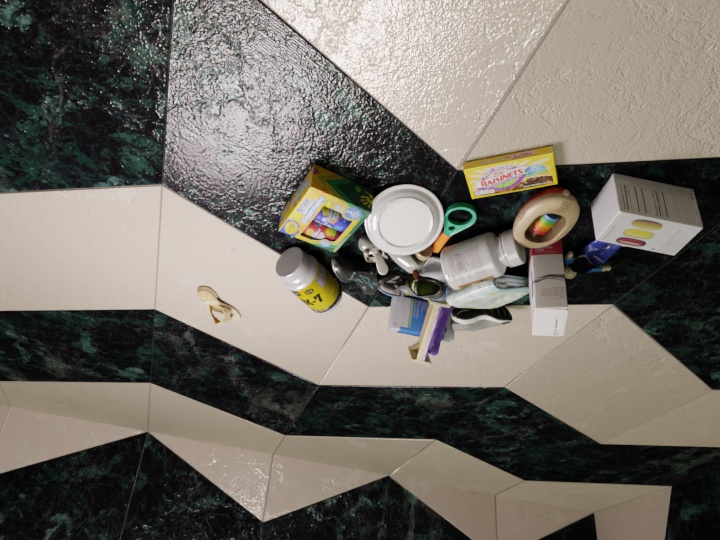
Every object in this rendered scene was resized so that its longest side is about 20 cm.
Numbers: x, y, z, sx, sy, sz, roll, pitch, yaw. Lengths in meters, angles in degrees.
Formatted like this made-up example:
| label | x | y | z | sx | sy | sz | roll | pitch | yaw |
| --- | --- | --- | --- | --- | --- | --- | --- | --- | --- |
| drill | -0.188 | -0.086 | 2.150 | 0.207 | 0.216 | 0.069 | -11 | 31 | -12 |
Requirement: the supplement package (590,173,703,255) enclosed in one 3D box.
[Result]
| label | x | y | z | sx | sy | sz | roll | pitch | yaw |
| --- | --- | --- | --- | --- | --- | --- | --- | --- | --- |
| supplement package | 0.640 | -0.125 | 1.425 | 0.195 | 0.112 | 0.115 | 9 | 146 | -6 |

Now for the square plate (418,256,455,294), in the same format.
| label | x | y | z | sx | sy | sz | roll | pitch | yaw |
| --- | --- | --- | --- | --- | --- | --- | --- | --- | --- |
| square plate | 0.246 | 0.031 | 1.792 | 0.195 | 0.029 | 0.199 | 15 | 146 | -13 |

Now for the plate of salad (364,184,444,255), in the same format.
| label | x | y | z | sx | sy | sz | roll | pitch | yaw |
| --- | --- | --- | --- | --- | --- | --- | --- | --- | --- |
| plate of salad | 0.107 | -0.126 | 1.552 | 0.195 | 0.049 | 0.204 | -1 | 126 | -2 |

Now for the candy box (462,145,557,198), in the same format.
| label | x | y | z | sx | sy | sz | roll | pitch | yaw |
| --- | --- | --- | --- | --- | --- | --- | --- | --- | --- |
| candy box | 0.335 | -0.216 | 1.411 | 0.195 | 0.027 | 0.103 | -8 | 141 | 20 |

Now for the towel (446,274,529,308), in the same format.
| label | x | y | z | sx | sy | sz | roll | pitch | yaw |
| --- | --- | --- | --- | --- | --- | --- | --- | --- | --- |
| towel | 0.359 | 0.063 | 1.734 | 0.197 | 0.049 | 0.170 | 6 | 155 | -41 |

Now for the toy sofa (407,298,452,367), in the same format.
| label | x | y | z | sx | sy | sz | roll | pitch | yaw |
| --- | --- | --- | --- | --- | --- | --- | --- | --- | --- |
| toy sofa | 0.209 | 0.167 | 1.806 | 0.095 | 0.083 | 0.204 | 12 | 109 | -9 |

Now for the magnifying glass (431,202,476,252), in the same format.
| label | x | y | z | sx | sy | sz | roll | pitch | yaw |
| --- | --- | --- | --- | --- | --- | --- | --- | --- | --- |
| magnifying glass | 0.228 | -0.105 | 1.597 | 0.078 | 0.023 | 0.201 | 14 | 148 | -12 |

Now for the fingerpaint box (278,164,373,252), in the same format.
| label | x | y | z | sx | sy | sz | roll | pitch | yaw |
| --- | --- | --- | --- | --- | --- | --- | --- | --- | --- |
| fingerpaint box | -0.086 | -0.144 | 1.539 | 0.164 | 0.075 | 0.200 | 21 | 143 | -22 |

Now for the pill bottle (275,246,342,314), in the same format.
| label | x | y | z | sx | sy | sz | roll | pitch | yaw |
| --- | --- | --- | --- | --- | --- | --- | --- | --- | --- |
| pill bottle | -0.144 | 0.028 | 1.770 | 0.112 | 0.117 | 0.200 | -14 | 141 | 28 |

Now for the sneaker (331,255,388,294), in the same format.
| label | x | y | z | sx | sy | sz | roll | pitch | yaw |
| --- | --- | --- | --- | --- | --- | --- | --- | --- | --- |
| sneaker | 0.000 | 0.000 | 1.756 | 0.078 | 0.077 | 0.198 | -29 | 143 | 31 |

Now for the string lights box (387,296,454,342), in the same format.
| label | x | y | z | sx | sy | sz | roll | pitch | yaw |
| --- | --- | --- | --- | --- | --- | --- | --- | --- | --- |
| string lights box | 0.187 | 0.145 | 1.894 | 0.195 | 0.105 | 0.059 | 12 | 164 | -10 |

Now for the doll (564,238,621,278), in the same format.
| label | x | y | z | sx | sy | sz | roll | pitch | yaw |
| --- | --- | --- | --- | --- | --- | --- | --- | --- | --- |
| doll | 0.595 | -0.032 | 1.626 | 0.134 | 0.049 | 0.200 | 20 | 144 | -18 |

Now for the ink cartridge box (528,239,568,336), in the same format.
| label | x | y | z | sx | sy | sz | roll | pitch | yaw |
| --- | --- | --- | --- | --- | --- | --- | --- | --- | --- |
| ink cartridge box | 0.478 | 0.046 | 1.622 | 0.081 | 0.204 | 0.148 | -1 | 146 | 11 |

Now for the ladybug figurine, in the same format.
| label | x | y | z | sx | sy | sz | roll | pitch | yaw |
| --- | --- | --- | --- | --- | --- | --- | --- | --- | --- |
| ladybug figurine | 0.434 | -0.130 | 1.482 | 0.133 | 0.073 | 0.201 | 14 | 146 | -13 |

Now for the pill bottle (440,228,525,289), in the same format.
| label | x | y | z | sx | sy | sz | roll | pitch | yaw |
| --- | --- | --- | --- | --- | --- | --- | --- | --- | --- |
| pill bottle | 0.313 | -0.032 | 1.607 | 0.197 | 0.117 | 0.114 | -19 | 140 | 28 |

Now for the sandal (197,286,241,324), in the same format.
| label | x | y | z | sx | sy | sz | roll | pitch | yaw |
| --- | --- | --- | --- | --- | --- | --- | --- | --- | --- |
| sandal | -0.459 | 0.136 | 2.017 | 0.076 | 0.071 | 0.213 | -8 | 144 | 20 |

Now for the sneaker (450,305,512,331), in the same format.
| label | x | y | z | sx | sy | sz | roll | pitch | yaw |
| --- | --- | --- | --- | --- | --- | --- | --- | --- | --- |
| sneaker | 0.355 | 0.141 | 1.871 | 0.195 | 0.075 | 0.080 | -1 | 135 | -12 |

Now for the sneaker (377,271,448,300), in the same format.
| label | x | y | z | sx | sy | sz | roll | pitch | yaw |
| --- | --- | --- | --- | --- | --- | --- | --- | --- | --- |
| sneaker | 0.142 | 0.038 | 1.719 | 0.195 | 0.073 | 0.083 | 7 | 168 | 16 |

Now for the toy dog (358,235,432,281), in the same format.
| label | x | y | z | sx | sy | sz | roll | pitch | yaw |
| --- | --- | --- | --- | --- | --- | --- | --- | --- | --- |
| toy dog | 0.092 | -0.026 | 1.667 | 0.195 | 0.098 | 0.133 | 1 | 146 | 6 |
